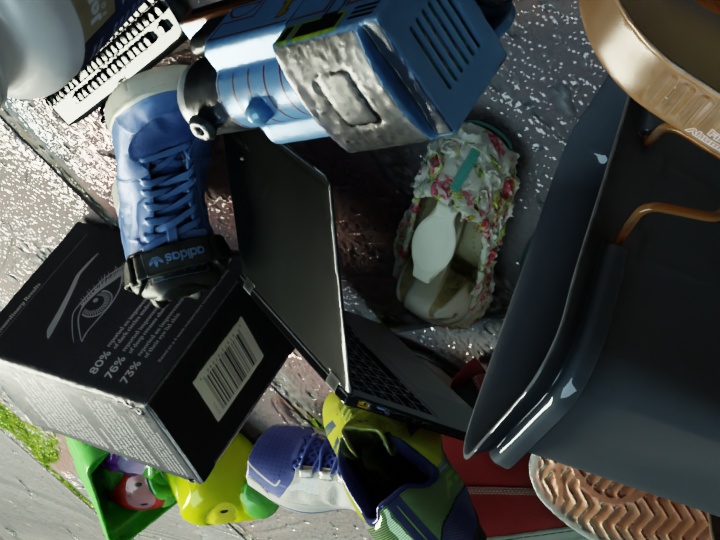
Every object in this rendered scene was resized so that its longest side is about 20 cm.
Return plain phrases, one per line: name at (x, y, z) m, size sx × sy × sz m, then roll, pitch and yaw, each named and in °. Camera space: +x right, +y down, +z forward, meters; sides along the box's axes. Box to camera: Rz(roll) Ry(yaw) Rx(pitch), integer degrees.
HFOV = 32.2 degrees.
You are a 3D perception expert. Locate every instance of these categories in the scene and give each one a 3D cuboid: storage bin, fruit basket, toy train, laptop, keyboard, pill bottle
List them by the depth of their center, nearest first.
storage bin at (0.150, 0.007, 0.562) m, size 0.134 × 0.200 × 0.146 m, roll 23°, pitch 149°, yaw -2°
pill bottle at (-0.161, -0.155, 0.610) m, size 0.111 × 0.200 × 0.111 m, roll 24°, pitch 149°, yaw 16°
toy train at (-0.014, -0.114, 0.611) m, size 0.200 × 0.114 × 0.087 m, roll -2°, pitch 133°, yaw 45°
laptop at (0.000, 0.000, 0.774) m, size 0.200 × 0.116 × 0.187 m, roll 22°, pitch -168°, yaw -31°
keyboard at (-0.172, -0.134, 0.811) m, size 0.104 × 0.040 × 0.200 m, roll 45°, pitch 149°, yaw -17°
fruit basket at (-0.180, 0.192, 1.191) m, size 0.216 × 0.155 × 0.216 m, roll 41°, pitch 153°, yaw 26°

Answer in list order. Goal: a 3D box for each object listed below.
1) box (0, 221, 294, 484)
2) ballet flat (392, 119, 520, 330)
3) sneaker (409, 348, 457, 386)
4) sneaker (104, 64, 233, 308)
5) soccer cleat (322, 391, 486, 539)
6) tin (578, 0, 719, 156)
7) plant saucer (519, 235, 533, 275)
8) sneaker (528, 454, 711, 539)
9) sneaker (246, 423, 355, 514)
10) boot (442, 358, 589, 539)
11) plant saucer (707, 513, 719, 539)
box at (-0.177, 0.059, 0.982) m, size 0.200 × 0.148 × 0.104 m, roll 12°, pitch 144°, yaw 35°
ballet flat at (0.047, -0.011, 0.747) m, size 0.075 × 0.064 × 0.200 m, roll 25°, pitch 149°, yaw 15°
sneaker at (0.056, 0.128, 0.914) m, size 0.200 × 0.089 × 0.074 m, roll 34°, pitch 151°, yaw 3°
sneaker at (-0.120, -0.043, 0.807) m, size 0.200 × 0.077 × 0.112 m, roll 123°, pitch 131°, yaw -63°
soccer cleat at (0.013, 0.104, 0.740) m, size 0.084 × 0.065 × 0.200 m, roll 48°, pitch -178°, yaw -27°
tin at (0.176, -0.080, 0.477) m, size 0.200 × 0.112 × 0.042 m, roll 34°, pitch 150°, yaw 2°
plant saucer at (0.178, 0.046, 0.729) m, size 0.200 × 0.036 × 0.200 m, roll 24°, pitch 149°, yaw 16°
sneaker at (0.208, 0.146, 0.784) m, size 0.199 × 0.072 × 0.080 m, roll 14°, pitch -176°, yaw 25°
sneaker at (0.007, 0.158, 1.021) m, size 0.199 × 0.081 × 0.115 m, roll 18°, pitch 143°, yaw 14°
boot at (0.131, 0.125, 0.854) m, size 0.199 × 0.145 × 0.072 m, roll -7°, pitch 167°, yaw 1°
plant saucer at (0.229, 0.064, 0.552) m, size 0.034 × 0.201 × 0.200 m, roll 26°, pitch 151°, yaw -12°
